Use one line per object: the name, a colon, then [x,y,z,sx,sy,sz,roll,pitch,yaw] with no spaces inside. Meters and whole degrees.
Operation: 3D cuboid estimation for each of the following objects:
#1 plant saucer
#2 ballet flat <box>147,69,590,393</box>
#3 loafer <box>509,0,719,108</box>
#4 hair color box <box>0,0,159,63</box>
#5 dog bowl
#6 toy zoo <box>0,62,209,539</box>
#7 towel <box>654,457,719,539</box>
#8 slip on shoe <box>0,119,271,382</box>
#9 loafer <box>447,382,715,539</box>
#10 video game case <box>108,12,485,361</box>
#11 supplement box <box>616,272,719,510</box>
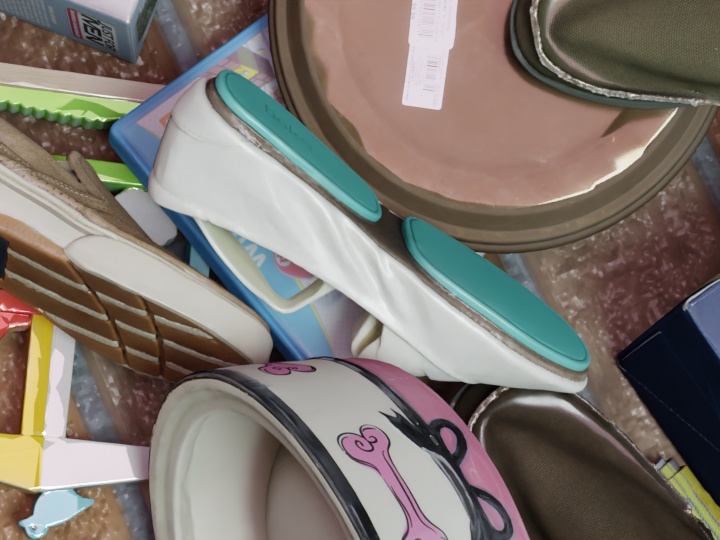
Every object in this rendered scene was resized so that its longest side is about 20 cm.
plant saucer: [0.060,-0.108,0.803,0.199,0.029,0.202,0,92,2]
ballet flat: [0.000,0.000,0.766,0.200,0.069,0.070,36,78,-14]
loafer: [0.155,-0.100,0.737,0.199,0.070,0.076,0,91,11]
hair color box: [-0.175,-0.178,0.848,0.199,0.061,0.100,21,78,0]
dog bowl: [-0.003,0.123,0.740,0.073,0.200,0.201,-20,80,-29]
toy zoo: [-0.131,0.014,0.822,0.130,0.020,0.201,7,78,-13]
towel: [0.133,0.194,0.816,0.143,0.023,0.200,-35,84,-11]
slip on shoe: [-0.122,-0.019,0.780,0.199,0.076,0.061,25,60,-4]
loafer: [0.115,0.115,0.781,0.073,0.071,0.200,-43,85,-11]
video game case: [0.010,-0.063,0.846,0.200,0.018,0.143,-38,84,-18]
supplement box: [0.252,0.051,0.795,0.199,0.134,0.201,-34,83,-10]
